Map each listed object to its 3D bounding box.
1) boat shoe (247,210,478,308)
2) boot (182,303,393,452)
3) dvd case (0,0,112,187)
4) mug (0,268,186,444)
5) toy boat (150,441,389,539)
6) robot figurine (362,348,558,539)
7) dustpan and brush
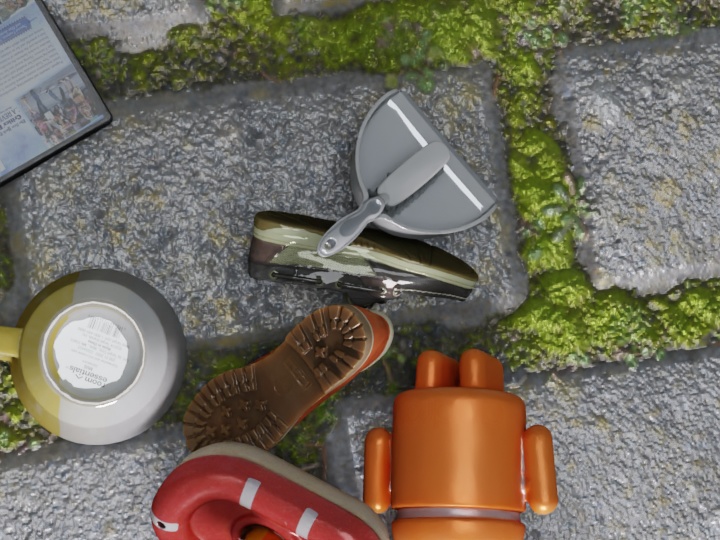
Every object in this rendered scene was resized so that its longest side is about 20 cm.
[{"bbox_3d":[0.000,0.000,1.404,0.200,0.072,0.066,14,105,-11],"label":"boat shoe"},{"bbox_3d":[-0.057,0.097,1.383,0.200,0.107,0.075,-35,83,19],"label":"boot"},{"bbox_3d":[-0.322,-0.178,1.394,0.142,0.018,0.200,-31,89,-10],"label":"dvd case"},{"bbox_3d":[-0.230,0.076,1.319,0.186,0.153,0.150,-24,90,-9],"label":"mug"},{"bbox_3d":[-0.083,0.233,1.315,0.199,0.131,0.131,25,44,12],"label":"toy boat"},{"bbox_3d":[0.081,0.169,1.370,0.143,0.117,0.201,5,78,-15],"label":"robot figurine"},{"bbox_3d":[0.024,-0.063,1.379,0.200,0.057,0.140,-41,90,-29],"label":"dustpan and brush"}]
